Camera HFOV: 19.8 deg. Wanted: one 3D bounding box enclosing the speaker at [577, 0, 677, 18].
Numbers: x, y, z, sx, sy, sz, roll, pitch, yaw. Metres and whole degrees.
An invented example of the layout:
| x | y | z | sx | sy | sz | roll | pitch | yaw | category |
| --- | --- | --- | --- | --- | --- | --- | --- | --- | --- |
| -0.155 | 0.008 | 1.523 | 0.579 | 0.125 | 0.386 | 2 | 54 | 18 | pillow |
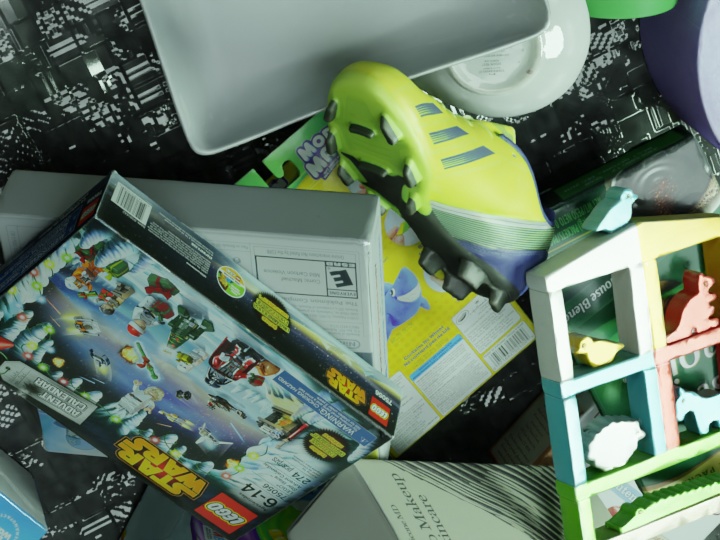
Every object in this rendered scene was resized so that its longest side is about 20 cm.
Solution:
| x | y | z | sx | sy | sz | roll | pitch | yaw | category |
| --- | --- | --- | --- | --- | --- | --- | --- | --- | --- |
| 0.140 | -0.241 | 1.106 | 0.088 | 0.088 | 0.200 | -7 | 116 | -14 | speaker |

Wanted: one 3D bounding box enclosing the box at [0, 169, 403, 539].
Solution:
| x | y | z | sx | sy | sz | roll | pitch | yaw | category |
| --- | --- | --- | --- | --- | --- | --- | --- | --- | --- |
| -0.097 | 0.051 | 1.077 | 0.200 | 0.040 | 0.137 | 37 | 129 | -21 | box |

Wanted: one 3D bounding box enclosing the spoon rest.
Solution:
| x | y | z | sx | sy | sz | roll | pitch | yaw | category |
| --- | --- | --- | --- | --- | --- | --- | --- | --- | --- |
| 0.025 | -0.130 | 1.121 | 0.200 | 0.061 | 0.099 | 0 | 116 | -1 | spoon rest |

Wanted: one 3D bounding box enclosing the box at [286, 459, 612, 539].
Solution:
| x | y | z | sx | sy | sz | roll | pitch | yaw | category |
| --- | --- | --- | --- | --- | --- | --- | --- | --- | --- |
| 0.062 | 0.158 | 1.167 | 0.200 | 0.082 | 0.068 | 7 | 131 | -46 | box |

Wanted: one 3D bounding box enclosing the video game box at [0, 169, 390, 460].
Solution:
| x | y | z | sx | sy | sz | roll | pitch | yaw | category |
| --- | --- | --- | --- | --- | --- | --- | --- | --- | --- |
| -0.084 | 0.032 | 1.116 | 0.200 | 0.047 | 0.182 | 5 | 131 | 8 | video game box |

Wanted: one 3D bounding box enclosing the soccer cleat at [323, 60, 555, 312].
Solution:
| x | y | z | sx | sy | sz | roll | pitch | yaw | category |
| --- | --- | --- | --- | --- | --- | --- | --- | --- | --- |
| 0.045 | -0.057 | 1.087 | 0.084 | 0.065 | 0.200 | -57 | 139 | -16 | soccer cleat |

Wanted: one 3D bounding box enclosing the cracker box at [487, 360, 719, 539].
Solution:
| x | y | z | sx | sy | sz | roll | pitch | yaw | category |
| --- | --- | --- | --- | --- | --- | --- | --- | --- | --- |
| 0.197 | 0.089 | 1.291 | 0.134 | 0.058 | 0.200 | 38 | 98 | -26 | cracker box |

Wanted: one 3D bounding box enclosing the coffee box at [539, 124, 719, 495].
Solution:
| x | y | z | sx | sy | sz | roll | pitch | yaw | category |
| --- | --- | --- | --- | --- | --- | --- | --- | --- | --- |
| 0.180 | 0.029 | 1.208 | 0.123 | 0.044 | 0.200 | -26 | 106 | 1 | coffee box |

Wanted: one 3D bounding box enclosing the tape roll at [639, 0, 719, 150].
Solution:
| x | y | z | sx | sy | sz | roll | pitch | yaw | category |
| --- | --- | --- | --- | --- | --- | --- | --- | --- | --- |
| 0.269 | -0.149 | 1.190 | 0.200 | 0.085 | 0.200 | -7 | 116 | -14 | tape roll |

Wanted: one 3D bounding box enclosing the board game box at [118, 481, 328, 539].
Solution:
| x | y | z | sx | sy | sz | roll | pitch | yaw | category |
| --- | --- | --- | --- | --- | --- | --- | --- | --- | --- |
| -0.032 | 0.186 | 1.230 | 0.200 | 0.103 | 0.105 | 17 | 120 | -23 | board game box |

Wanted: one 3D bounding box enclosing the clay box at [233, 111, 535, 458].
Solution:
| x | y | z | sx | sy | sz | roll | pitch | yaw | category |
| --- | --- | --- | --- | --- | --- | --- | --- | --- | --- |
| 0.000 | 0.000 | 1.166 | 0.115 | 0.048 | 0.200 | -40 | 118 | -1 | clay box |

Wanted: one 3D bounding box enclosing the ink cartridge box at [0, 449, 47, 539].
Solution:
| x | y | z | sx | sy | sz | roll | pitch | yaw | category |
| --- | --- | --- | --- | --- | --- | --- | --- | --- | --- |
| -0.290 | 0.167 | 1.170 | 0.200 | 0.067 | 0.116 | -43 | 119 | 5 | ink cartridge box |

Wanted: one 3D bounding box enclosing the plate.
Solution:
| x | y | z | sx | sy | sz | roll | pitch | yaw | category |
| --- | --- | --- | --- | --- | --- | --- | --- | --- | --- |
| -0.026 | -0.184 | 1.068 | 0.199 | 0.032 | 0.200 | -20 | 93 | 4 | plate |

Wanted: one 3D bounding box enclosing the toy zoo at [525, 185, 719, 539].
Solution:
| x | y | z | sx | sy | sz | roll | pitch | yaw | category |
| --- | --- | --- | --- | --- | --- | --- | --- | --- | --- |
| 0.159 | 0.050 | 1.152 | 0.131 | 0.020 | 0.200 | -16 | 107 | -27 | toy zoo |
